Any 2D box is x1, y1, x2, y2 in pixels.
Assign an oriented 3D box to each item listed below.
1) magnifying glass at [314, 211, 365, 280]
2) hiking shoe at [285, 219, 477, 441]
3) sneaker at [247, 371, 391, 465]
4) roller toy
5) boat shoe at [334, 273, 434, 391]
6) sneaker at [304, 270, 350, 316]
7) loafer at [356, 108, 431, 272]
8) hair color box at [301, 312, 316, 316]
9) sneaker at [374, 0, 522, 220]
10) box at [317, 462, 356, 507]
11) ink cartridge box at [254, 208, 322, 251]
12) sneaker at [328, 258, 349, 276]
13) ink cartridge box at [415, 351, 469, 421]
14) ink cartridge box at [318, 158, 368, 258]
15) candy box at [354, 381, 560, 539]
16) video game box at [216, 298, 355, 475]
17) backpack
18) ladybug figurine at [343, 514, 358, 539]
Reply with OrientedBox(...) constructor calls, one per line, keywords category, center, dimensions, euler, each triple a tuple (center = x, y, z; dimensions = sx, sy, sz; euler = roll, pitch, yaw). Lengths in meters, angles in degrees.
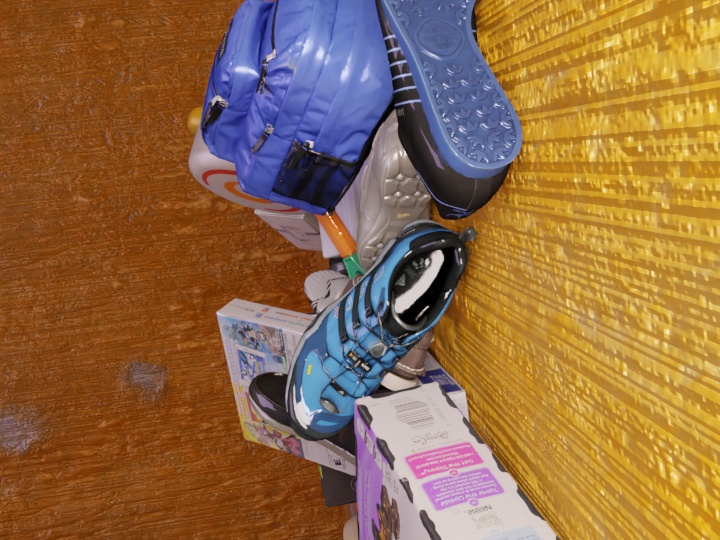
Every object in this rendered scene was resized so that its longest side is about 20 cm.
OrientedBox(category="magnifying glass", center=(0.000, 0.000, 0.830), dimensions=(0.201, 0.022, 0.079), euler=(59, 151, -6))
OrientedBox(category="hiking shoe", center=(0.008, 0.043, 0.568), dimensions=(0.201, 0.074, 0.087), euler=(-57, 8, -3))
OrientedBox(category="sneaker", center=(-0.040, 0.128, 0.821), dimensions=(0.075, 0.199, 0.107), euler=(-31, -49, -49))
OrientedBox(category="roller toy", center=(-0.123, -0.166, 0.989), dimensions=(0.199, 0.182, 0.141), euler=(-5, 66, 55))
OrientedBox(category="boat shoe", center=(0.023, 0.043, 0.709), dimensions=(0.060, 0.071, 0.200), euler=(-61, 17, 13))
OrientedBox(category="sneaker", center=(-0.015, 0.095, 0.960), dimensions=(0.200, 0.075, 0.115), euler=(47, 141, 35))
OrientedBox(category="loafer", center=(0.033, -0.065, 0.693), dimensions=(0.200, 0.069, 0.070), euler=(106, 163, -56))
OrientedBox(category="hair color box", center=(-0.056, 0.107, 1.037), dimensions=(0.061, 0.198, 0.101), euler=(6, -102, -86))
OrientedBox(category="sneaker", center=(0.044, -0.128, 0.477), dimensions=(0.078, 0.070, 0.201), euler=(111, 151, -63))
OrientedBox(category="box", center=(-0.008, 0.251, 1.138), dimensions=(0.200, 0.123, 0.150), euler=(168, 94, -85))
OrientedBox(category="ink cartridge box", center=(-0.082, -0.125, 1.171), dimensions=(0.200, 0.082, 0.148), euler=(43, -126, -70))
OrientedBox(category="sneaker", center=(0.004, -0.036, 0.998), dimensions=(0.200, 0.073, 0.083), euler=(154, 114, -73))
OrientedBox(category="ink cartridge box", center=(0.070, 0.187, 0.718), dimensions=(0.200, 0.040, 0.202), euler=(-136, 39, -80))
OrientedBox(category="ink cartridge box", center=(0.007, -0.123, 0.834), dimensions=(0.200, 0.043, 0.198), euler=(-11, 85, 57))
OrientedBox(category="candy box", center=(0.061, 0.204, 0.513), dimensions=(0.200, 0.071, 0.169), euler=(-130, 35, -59))
OrientedBox(category="video game box", center=(-0.082, 0.144, 0.935), dimensions=(0.047, 0.181, 0.201), euler=(-42, -46, -50))
OrientedBox(category="backpack", center=(-0.049, -0.170, 0.687), dimensions=(0.200, 0.167, 0.164), euler=(132, 145, -50))
OrientedBox(category="ladybug figurine", center=(0.044, 0.321, 0.837), dimensions=(0.136, 0.072, 0.200), euler=(44, 177, -7))
